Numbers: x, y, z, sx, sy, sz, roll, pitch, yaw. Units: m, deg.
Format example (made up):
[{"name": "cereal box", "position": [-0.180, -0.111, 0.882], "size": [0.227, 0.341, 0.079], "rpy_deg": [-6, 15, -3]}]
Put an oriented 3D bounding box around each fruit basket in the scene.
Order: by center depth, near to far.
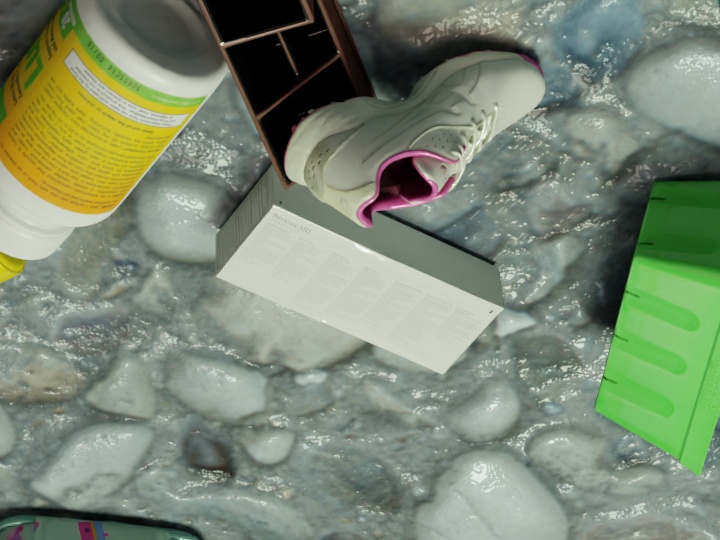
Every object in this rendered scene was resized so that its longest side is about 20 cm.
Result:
[{"name": "fruit basket", "position": [0.289, 0.038, 1.636], "size": [0.215, 0.156, 0.216], "rpy_deg": [10, 132, 11]}]

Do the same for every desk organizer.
[{"name": "desk organizer", "position": [-0.051, -0.154, 1.471], "size": [0.071, 0.077, 0.200], "rpy_deg": [-15, 132, 11]}]

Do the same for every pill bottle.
[{"name": "pill bottle", "position": [-0.185, -0.100, 1.490], "size": [0.111, 0.111, 0.200], "rpy_deg": [26, 126, -25]}]

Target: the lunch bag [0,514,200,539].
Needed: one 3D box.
[{"name": "lunch bag", "position": [-0.228, 0.281, 1.870], "size": [0.199, 0.077, 0.161], "rpy_deg": [6, 134, -9]}]

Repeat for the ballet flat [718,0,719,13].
[{"name": "ballet flat", "position": [0.292, -0.133, 1.525], "size": [0.073, 0.073, 0.200], "rpy_deg": [-13, 126, 9]}]

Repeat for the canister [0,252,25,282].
[{"name": "canister", "position": [-0.354, -0.016, 1.579], "size": [0.200, 0.087, 0.149], "rpy_deg": [-25, 130, 17]}]

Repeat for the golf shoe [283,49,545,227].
[{"name": "golf shoe", "position": [0.050, -0.084, 1.496], "size": [0.200, 0.092, 0.075], "rpy_deg": [-23, 140, -23]}]

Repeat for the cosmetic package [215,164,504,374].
[{"name": "cosmetic package", "position": [0.000, 0.000, 1.636], "size": [0.200, 0.051, 0.083], "rpy_deg": [24, 129, -24]}]
